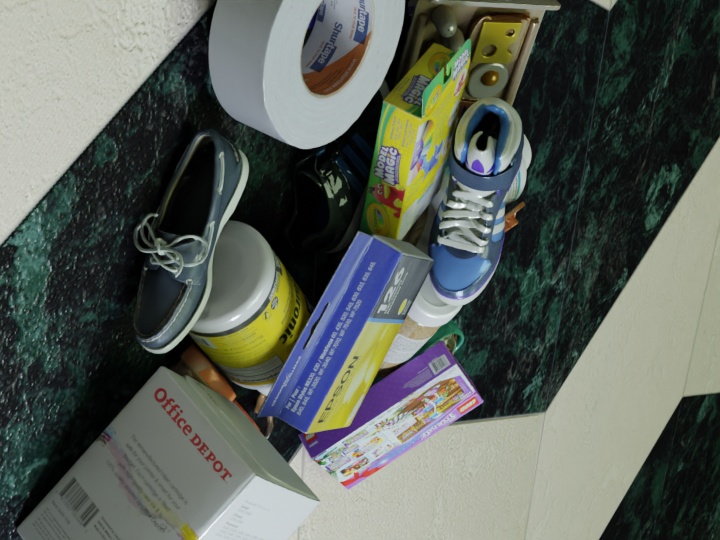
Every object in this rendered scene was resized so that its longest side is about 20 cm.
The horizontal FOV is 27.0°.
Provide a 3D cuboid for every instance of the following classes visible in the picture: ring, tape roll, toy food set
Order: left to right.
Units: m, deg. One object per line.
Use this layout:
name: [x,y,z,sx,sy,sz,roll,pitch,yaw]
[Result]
tape roll: [-0.043,-0.212,1.312,0.200,0.066,0.202,-38,142,-38]
ring: [0.114,-0.014,1.744,0.200,0.019,0.200,-37,179,-1]
toy food set: [0.115,-0.200,1.553,0.142,0.061,0.201,-1,137,-17]

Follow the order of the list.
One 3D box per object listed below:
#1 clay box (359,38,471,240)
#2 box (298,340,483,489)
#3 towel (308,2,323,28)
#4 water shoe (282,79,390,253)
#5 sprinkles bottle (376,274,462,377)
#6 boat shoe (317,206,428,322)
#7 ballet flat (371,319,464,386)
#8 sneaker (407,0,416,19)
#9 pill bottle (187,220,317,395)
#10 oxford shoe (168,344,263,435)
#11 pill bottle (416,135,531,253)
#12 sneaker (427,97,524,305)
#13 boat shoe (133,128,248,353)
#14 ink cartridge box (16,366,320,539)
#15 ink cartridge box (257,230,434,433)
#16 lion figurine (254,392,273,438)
clay box: [0.055,-0.133,1.490,0.115,0.047,0.202,-52,160,-43]
box: [0.038,0.171,1.748,0.199,0.039,0.137,-33,151,3]
towel: [-0.068,-0.298,1.313,0.147,0.049,0.202,-39,142,-43]
water shoe: [-0.023,-0.110,1.508,0.079,0.071,0.203,-9,117,-53]
sprinkles bottle: [0.050,0.056,1.656,0.068,0.068,0.200,-49,179,-29]
boat shoe: [0.000,0.000,1.574,0.201,0.064,0.074,-55,156,-24]
ballet flat: [0.062,0.126,1.827,0.200,0.070,0.068,-47,153,-32]
sneaker: [0.101,-0.211,1.639,0.116,0.080,0.199,-65,154,-8]
pill bottle: [-0.104,0.046,1.434,0.112,0.110,0.200,-58,151,-16]
oxford shoe: [-0.151,0.152,1.494,0.073,0.071,0.201,-41,139,-11]
pill bottle: [0.117,-0.101,1.717,0.200,0.110,0.112,-38,141,-44]
sneaker: [0.110,-0.076,1.512,0.147,0.080,0.202,55,54,-71]
boat shoe: [-0.158,-0.027,1.327,0.202,0.074,0.062,-65,154,-6]
ink cartridge box: [-0.170,0.220,1.352,0.200,0.147,0.146,-47,151,3]
ink cartridge box: [-0.007,0.063,1.456,0.199,0.047,0.200,-61,167,6]
lion figurine: [-0.042,0.083,1.605,0.200,0.072,0.123,-51,163,-42]
